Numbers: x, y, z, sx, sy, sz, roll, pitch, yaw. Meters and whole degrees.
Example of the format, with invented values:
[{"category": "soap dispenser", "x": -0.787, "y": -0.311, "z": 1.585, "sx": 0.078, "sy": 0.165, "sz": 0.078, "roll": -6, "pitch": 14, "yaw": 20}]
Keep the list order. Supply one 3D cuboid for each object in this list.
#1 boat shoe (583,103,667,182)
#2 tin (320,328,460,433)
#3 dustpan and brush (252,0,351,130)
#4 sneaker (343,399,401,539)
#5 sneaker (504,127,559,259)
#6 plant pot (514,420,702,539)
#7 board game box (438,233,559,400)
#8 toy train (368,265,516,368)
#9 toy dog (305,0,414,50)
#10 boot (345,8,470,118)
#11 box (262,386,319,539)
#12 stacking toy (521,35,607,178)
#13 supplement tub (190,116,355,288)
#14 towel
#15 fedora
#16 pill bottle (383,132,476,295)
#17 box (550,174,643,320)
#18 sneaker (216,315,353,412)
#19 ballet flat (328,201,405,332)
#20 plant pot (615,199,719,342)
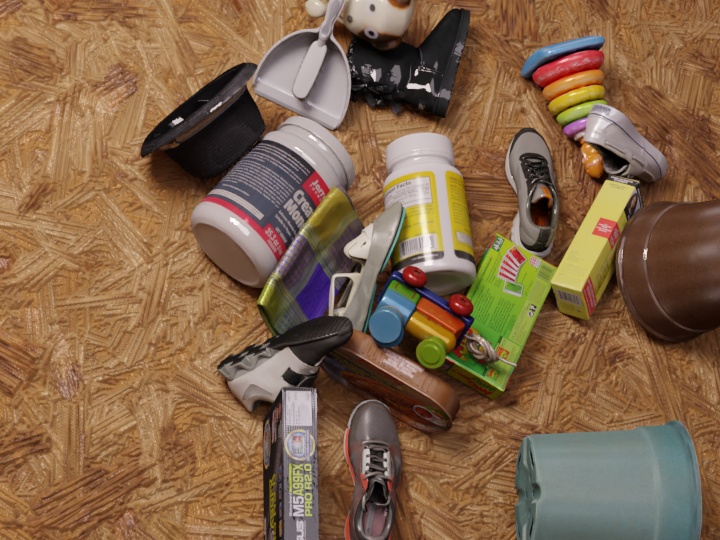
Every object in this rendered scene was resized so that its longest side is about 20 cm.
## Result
[{"category": "boat shoe", "x": 0.371, "y": -0.165, "z": 1.697, "sx": 0.199, "sy": 0.073, "sz": 0.066, "roll": 32, "pitch": 82, "yaw": -42}, {"category": "tin", "x": 0.036, "y": 0.139, "z": 1.517, "sx": 0.199, "sy": 0.112, "sz": 0.042, "roll": 31, "pitch": 67, "yaw": 0}, {"category": "dustpan and brush", "x": -0.058, "y": -0.302, "z": 1.629, "sx": 0.138, "sy": 0.057, "sz": 0.201, "roll": 25, "pitch": 109, "yaw": -2}, {"category": "sneaker", "x": 0.023, "y": 0.255, "z": 1.485, "sx": 0.076, "sy": 0.082, "sz": 0.202, "roll": 4, "pitch": 69, "yaw": -11}, {"category": "sneaker", "x": 0.251, "y": -0.117, "z": 1.681, "sx": 0.073, "sy": 0.080, "sz": 0.202, "roll": 4, "pitch": 63, "yaw": -10}, {"category": "plant pot", "x": 0.299, "y": 0.283, "z": 1.487, "sx": 0.194, "sy": 0.201, "sz": 0.202, "roll": 4, "pitch": 68, "yaw": -3}, {"category": "board game box", "x": 0.183, "y": 0.062, "z": 1.615, "sx": 0.101, "sy": 0.048, "sz": 0.201, "roll": 29, "pitch": 66, "yaw": 0}, {"category": "toy train", "x": 0.105, "y": 0.087, "z": 1.491, "sx": 0.199, "sy": 0.085, "sz": 0.116, "roll": 32, "pitch": 27, "yaw": 3}, {"category": "toy dog", "x": 0.010, "y": -0.398, "z": 1.680, "sx": 0.192, "sy": 0.140, "sz": 0.201, "roll": 5, "pitch": 44, "yaw": -24}, {"category": "boot", "x": 0.066, "y": -0.317, "z": 1.727, "sx": 0.161, "sy": 0.074, "sz": 0.200, "roll": 16, "pitch": 65, "yaw": 0}, {"category": "box", "x": -0.085, "y": 0.257, "z": 1.419, "sx": 0.044, "sy": 0.160, "sz": 0.202, "roll": 3, "pitch": 69, "yaw": -13}, {"category": "stacking toy", "x": 0.323, "y": -0.233, "z": 1.741, "sx": 0.109, "sy": 0.116, "sz": 0.202, "roll": -15, "pitch": 84, "yaw": -15}, {"category": "supplement tub", "x": -0.113, "y": -0.090, "z": 1.557, "sx": 0.140, "sy": 0.141, "sz": 0.200, "roll": 38, "pitch": 67, "yaw": 4}, {"category": "towel", "x": -0.057, "y": 0.000, "z": 1.539, "sx": 0.023, "sy": 0.144, "sz": 0.201, "roll": 22, "pitch": 65, "yaw": 30}, {"category": "fedora", "x": -0.192, "y": -0.185, "z": 1.567, "sx": 0.201, "sy": 0.200, "sz": 0.092, "roll": -47, "pitch": 110, "yaw": -23}, {"category": "pill bottle", "x": 0.090, "y": -0.076, "z": 1.611, "sx": 0.113, "sy": 0.114, "sz": 0.202, "roll": -1, "pitch": 69, "yaw": -13}, {"category": "box", "x": 0.334, "y": -0.034, "z": 1.666, "sx": 0.050, "sy": 0.076, "sz": 0.201, "roll": 17, "pitch": 61, "yaw": 32}, {"category": "sneaker", "x": -0.079, "y": 0.120, "z": 1.478, "sx": 0.089, "sy": 0.199, "sz": 0.074, "roll": 61, "pitch": 32, "yaw": -9}, {"category": "ballet flat", "x": 0.000, "y": 0.000, "z": 1.549, "sx": 0.063, "sy": 0.067, "sz": 0.202, "roll": 17, "pitch": 97, "yaw": -12}, {"category": "plant pot", "x": 0.482, "y": -0.012, "z": 1.599, "sx": 0.198, "sy": 0.198, "sz": 0.203, "roll": 4, "pitch": 81, "yaw": -25}]
